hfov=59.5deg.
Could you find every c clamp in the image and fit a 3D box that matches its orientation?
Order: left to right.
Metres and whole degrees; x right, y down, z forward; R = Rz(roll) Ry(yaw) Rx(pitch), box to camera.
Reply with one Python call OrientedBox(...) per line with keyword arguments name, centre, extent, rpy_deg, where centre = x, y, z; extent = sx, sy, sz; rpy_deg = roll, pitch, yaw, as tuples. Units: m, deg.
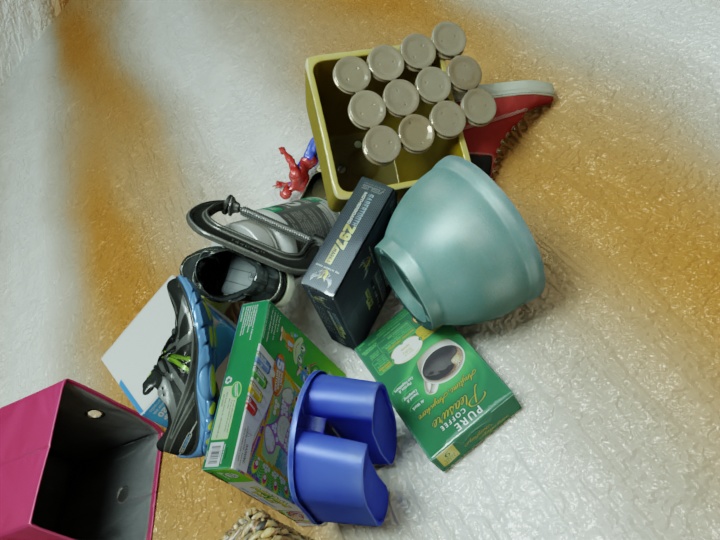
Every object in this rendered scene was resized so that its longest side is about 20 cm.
OrientedBox(name="c clamp", centre=(-0.114, -0.047, 0.796), extent=(0.171, 0.198, 0.027), rpy_deg=(-81, 14, -62))

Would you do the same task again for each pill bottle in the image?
OrientedBox(name="pill bottle", centre=(-0.116, -0.039, 0.918), extent=(0.112, 0.114, 0.200), rpy_deg=(-5, 11, 30))

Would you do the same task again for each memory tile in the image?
OrientedBox(name="memory tile", centre=(0.073, -0.234, 0.829), extent=(0.198, 0.017, 0.155), rpy_deg=(-24, 86, -15))

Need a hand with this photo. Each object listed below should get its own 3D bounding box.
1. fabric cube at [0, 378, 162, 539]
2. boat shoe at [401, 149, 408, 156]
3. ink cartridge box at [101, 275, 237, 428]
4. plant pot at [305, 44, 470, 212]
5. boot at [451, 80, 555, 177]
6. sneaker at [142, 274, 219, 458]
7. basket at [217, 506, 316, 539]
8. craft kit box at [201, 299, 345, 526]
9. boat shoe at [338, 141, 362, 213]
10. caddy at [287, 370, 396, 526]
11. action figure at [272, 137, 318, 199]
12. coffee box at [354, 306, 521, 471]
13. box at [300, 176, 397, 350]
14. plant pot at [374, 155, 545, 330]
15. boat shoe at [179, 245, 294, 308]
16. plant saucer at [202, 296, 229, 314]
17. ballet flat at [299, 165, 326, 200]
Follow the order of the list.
OrientedBox(name="fabric cube", centre=(-0.420, 0.300, 0.863), extent=(0.198, 0.196, 0.201), rpy_deg=(-23, 47, 19))
OrientedBox(name="boat shoe", centre=(0.122, -0.270, 1.044), extent=(0.068, 0.084, 0.202), rpy_deg=(-13, 62, 49))
OrientedBox(name="ink cartridge box", centre=(-0.204, 0.138, 0.844), extent=(0.147, 0.200, 0.145), rpy_deg=(30, 77, 44))
OrientedBox(name="plant pot", centre=(0.020, -0.186, 0.921), extent=(0.192, 0.200, 0.198), rpy_deg=(-11, 83, -13))
OrientedBox(name="boot", centre=(0.211, -0.206, 0.941), extent=(0.198, 0.146, 0.072), rpy_deg=(-14, 13, -24))
OrientedBox(name="sneaker", centre=(-0.199, 0.102, 0.690), extent=(0.082, 0.071, 0.202), rpy_deg=(-5, 79, -3))
OrientedBox(name="basket", centre=(-0.062, 0.346, 0.585), extent=(0.143, 0.200, 0.149), rpy_deg=(-47, 45, -10))
OrientedBox(name="craft kit box", centre=(-0.090, 0.172, 0.745), extent=(0.048, 0.198, 0.202), rpy_deg=(-10, 52, 22))
OrientedBox(name="boat shoe", centre=(-0.003, -0.166, 1.055), extent=(0.073, 0.063, 0.203), rpy_deg=(10, 67, -11))
OrientedBox(name="caddy", centre=(-0.026, 0.198, 0.691), extent=(0.104, 0.201, 0.142), rpy_deg=(3, 54, 15))
OrientedBox(name="action figure", centre=(-0.108, -0.214, 1.155), extent=(0.098, 0.065, 0.201), rpy_deg=(16, 65, 31))
OrientedBox(name="coffee box", centre=(0.087, 0.129, 0.769), extent=(0.123, 0.044, 0.200), rpy_deg=(-39, 44, -2))
OrientedBox(name="box", centre=(0.000, 0.000, 0.816), extent=(0.051, 0.200, 0.159), rpy_deg=(23, 70, 19))
OrientedBox(name="plant pot", centre=(0.100, -0.015, 0.747), extent=(0.134, 0.201, 0.200), rpy_deg=(-33, 43, -10))
OrientedBox(name="boat shoe", centre=(-0.173, 0.004, 0.783), extent=(0.198, 0.066, 0.075), rpy_deg=(17, 87, 38))
OrientedBox(name="plant saucer", centre=(-0.252, 0.049, 1.013), extent=(0.199, 0.048, 0.201), rpy_deg=(-21, 39, 57))
OrientedBox(name="ballet flat", centre=(-0.084, -0.118, 1.076), extent=(0.067, 0.046, 0.201), rpy_deg=(8, 62, 39))
